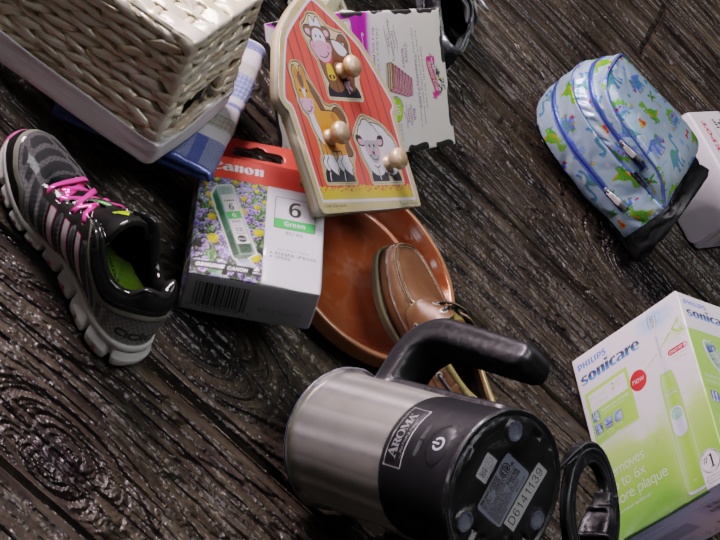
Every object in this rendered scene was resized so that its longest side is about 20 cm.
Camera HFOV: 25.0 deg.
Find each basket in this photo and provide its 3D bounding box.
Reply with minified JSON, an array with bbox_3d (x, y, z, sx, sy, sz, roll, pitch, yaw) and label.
[{"bbox_3d":[-0.194,-0.207,1.296,0.200,0.124,0.136,35,40,6],"label":"basket"}]

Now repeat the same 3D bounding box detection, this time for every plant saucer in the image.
[{"bbox_3d":[0.000,0.000,1.445,0.200,0.032,0.201,26,43,-28],"label":"plant saucer"}]

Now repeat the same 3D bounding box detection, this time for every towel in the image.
[{"bbox_3d":[-0.167,-0.162,1.381,0.146,0.024,0.200,24,41,-7],"label":"towel"}]

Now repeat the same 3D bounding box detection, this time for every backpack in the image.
[{"bbox_3d":[0.286,-0.139,1.785,0.200,0.154,0.163,39,44,5],"label":"backpack"}]

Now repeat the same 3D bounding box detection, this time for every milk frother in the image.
[{"bbox_3d":[0.080,0.159,1.249,0.180,0.188,0.200,-43,122,-27],"label":"milk frother"}]

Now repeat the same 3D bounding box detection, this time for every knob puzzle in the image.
[{"bbox_3d":[-0.013,-0.148,1.396,0.219,0.030,0.220,36,44,-44],"label":"knob puzzle"}]

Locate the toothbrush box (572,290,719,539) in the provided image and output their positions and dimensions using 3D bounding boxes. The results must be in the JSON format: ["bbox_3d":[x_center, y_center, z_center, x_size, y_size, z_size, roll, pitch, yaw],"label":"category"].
[{"bbox_3d":[0.298,0.146,1.538,0.086,0.146,0.201,19,48,-34],"label":"toothbrush box"}]

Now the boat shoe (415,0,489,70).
[{"bbox_3d":[0.096,-0.283,1.749,0.074,0.068,0.200,40,38,-14],"label":"boat shoe"}]

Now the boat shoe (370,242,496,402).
[{"bbox_3d":[0.069,0.056,1.388,0.072,0.068,0.201,4,58,-42],"label":"boat shoe"}]

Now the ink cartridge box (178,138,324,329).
[{"bbox_3d":[-0.086,-0.050,1.351,0.108,0.050,0.201,10,49,-10],"label":"ink cartridge box"}]

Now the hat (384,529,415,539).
[{"bbox_3d":[0.104,0.268,1.277,0.200,0.200,0.081,20,90,-35],"label":"hat"}]

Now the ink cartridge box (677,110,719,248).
[{"bbox_3d":[0.448,-0.113,1.960,0.200,0.084,0.145,-8,66,-48],"label":"ink cartridge box"}]

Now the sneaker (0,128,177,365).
[{"bbox_3d":[-0.198,-0.032,1.219,0.074,0.087,0.200,-16,71,-51],"label":"sneaker"}]

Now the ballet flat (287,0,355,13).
[{"bbox_3d":[-0.034,-0.253,1.594,0.072,0.072,0.201,7,55,-42],"label":"ballet flat"}]

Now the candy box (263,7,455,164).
[{"bbox_3d":[0.002,-0.173,1.525,0.200,0.061,0.137,-13,97,-50],"label":"candy box"}]
